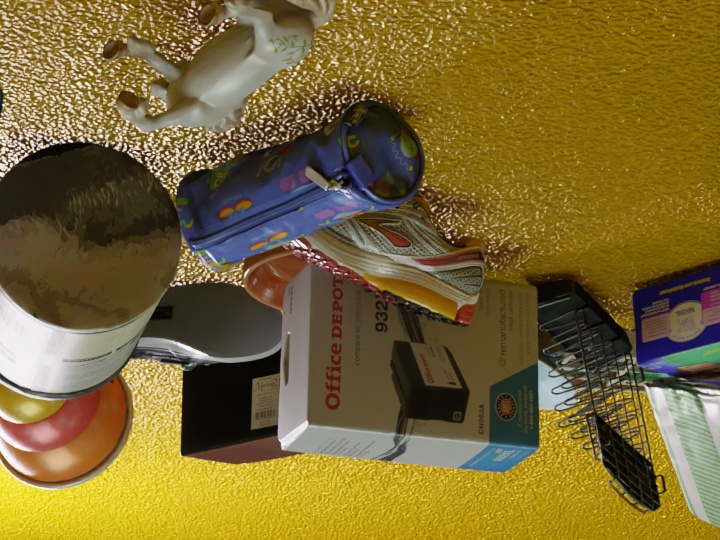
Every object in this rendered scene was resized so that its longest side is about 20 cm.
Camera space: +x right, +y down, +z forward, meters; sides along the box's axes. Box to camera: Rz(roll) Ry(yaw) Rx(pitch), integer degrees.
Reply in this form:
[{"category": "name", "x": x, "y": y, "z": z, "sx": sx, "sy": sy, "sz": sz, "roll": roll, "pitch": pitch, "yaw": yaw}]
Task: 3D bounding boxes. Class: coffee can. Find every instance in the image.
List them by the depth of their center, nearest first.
[{"category": "coffee can", "x": -0.225, "y": 0.005, "z": 1.513, "sx": 0.146, "sy": 0.147, "sz": 0.200, "roll": 6, "pitch": 161, "yaw": -14}]

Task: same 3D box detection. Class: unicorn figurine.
[{"category": "unicorn figurine", "x": -0.093, "y": -0.127, "z": 1.215, "sx": 0.200, "sy": 0.074, "sz": 0.137, "roll": -19, "pitch": 164, "yaw": 34}]

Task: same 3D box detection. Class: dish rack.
[{"category": "dish rack", "x": 0.208, "y": 0.114, "z": 1.716, "sx": 0.054, "sy": 0.201, "sz": 0.153, "roll": -22, "pitch": 146, "yaw": 22}]

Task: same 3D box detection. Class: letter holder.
[{"category": "letter holder", "x": -0.062, "y": 0.133, "z": 1.958, "sx": 0.200, "sy": 0.101, "sz": 0.142, "roll": -16, "pitch": 157, "yaw": 42}]

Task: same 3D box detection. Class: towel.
[{"category": "towel", "x": 0.334, "y": 0.164, "z": 1.691, "sx": 0.023, "sy": 0.153, "sz": 0.200, "roll": -27, "pitch": -166, "yaw": -28}]

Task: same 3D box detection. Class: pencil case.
[{"category": "pencil case", "x": -0.048, "y": -0.058, "z": 1.402, "sx": 0.200, "sy": 0.078, "sz": 0.087, "roll": -19, "pitch": -167, "yaw": 41}]

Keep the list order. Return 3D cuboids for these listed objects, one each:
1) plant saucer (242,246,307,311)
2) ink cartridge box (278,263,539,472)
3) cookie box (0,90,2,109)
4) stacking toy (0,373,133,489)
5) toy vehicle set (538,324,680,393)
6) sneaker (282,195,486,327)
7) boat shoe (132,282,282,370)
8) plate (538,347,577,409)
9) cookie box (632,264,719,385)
[{"category": "plant saucer", "x": 0.000, "y": 0.000, "z": 1.661, "sx": 0.199, "sy": 0.032, "sz": 0.200, "roll": 1, "pitch": 161, "yaw": 0}, {"category": "ink cartridge box", "x": 0.040, "y": 0.079, "z": 1.616, "sx": 0.199, "sy": 0.146, "sz": 0.084, "roll": 7, "pitch": 160, "yaw": -16}, {"category": "cookie box", "x": -0.365, "y": -0.106, "z": 1.282, "sx": 0.171, "sy": 0.075, "sz": 0.200, "roll": -9, "pitch": 159, "yaw": 30}, {"category": "stacking toy", "x": -0.308, "y": 0.111, "z": 1.873, "sx": 0.146, "sy": 0.147, "sz": 0.200, "roll": -2, "pitch": 153, "yaw": 10}, {"category": "toy vehicle set", "x": 0.223, "y": 0.087, "z": 1.907, "sx": 0.199, "sy": 0.027, "sz": 0.124, "roll": 4, "pitch": 161, "yaw": -7}, {"category": "sneaker", "x": 0.008, "y": -0.028, "z": 1.530, "sx": 0.200, "sy": 0.082, "sz": 0.078, "roll": 25, "pitch": 174, "yaw": -20}, {"category": "boat shoe", "x": -0.158, "y": 0.057, "z": 1.772, "sx": 0.199, "sy": 0.074, "sz": 0.068, "roll": -2, "pitch": 157, "yaw": 12}, {"category": "plate", "x": 0.111, "y": 0.075, "z": 1.815, "sx": 0.200, "sy": 0.026, "sz": 0.200, "roll": 21, "pitch": 164, "yaw": 6}, {"category": "cookie box", "x": 0.367, "y": 0.053, "z": 1.719, "sx": 0.200, "sy": 0.075, "sz": 0.171, "roll": 15, "pitch": 157, "yaw": -37}]
